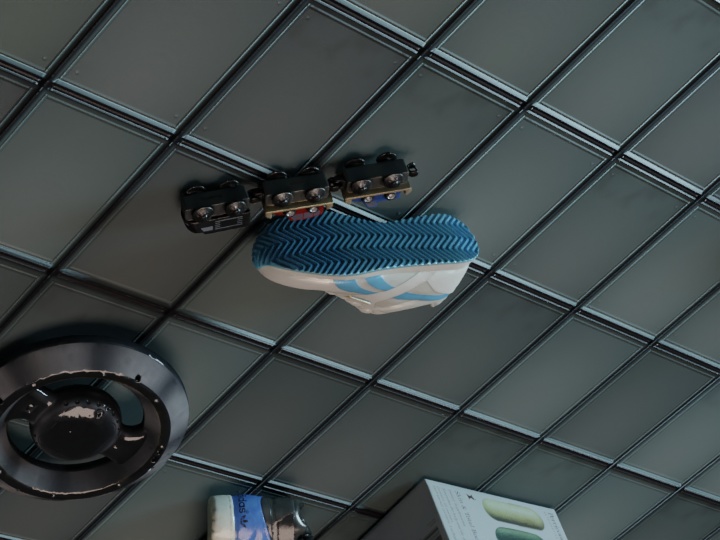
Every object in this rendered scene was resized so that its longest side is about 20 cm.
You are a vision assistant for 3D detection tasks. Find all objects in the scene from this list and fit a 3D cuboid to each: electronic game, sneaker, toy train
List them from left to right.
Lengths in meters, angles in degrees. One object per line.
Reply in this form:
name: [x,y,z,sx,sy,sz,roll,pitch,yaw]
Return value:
electronic game: [-0.251,0.132,1.624,0.199,0.042,0.200,-8,133,-9]
sneaker: [-0.103,0.300,1.871,0.111,0.077,0.200,-1,131,-10]
toy train: [-0.049,-0.060,1.511,0.199,0.034,0.046,-11,144,-13]
sneaker: [0.000,0.000,1.572,0.199,0.077,0.081,2,138,-24]

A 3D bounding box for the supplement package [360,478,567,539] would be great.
supplement package: [0.117,0.338,1.957,0.200,0.152,0.151,18,126,-39]
